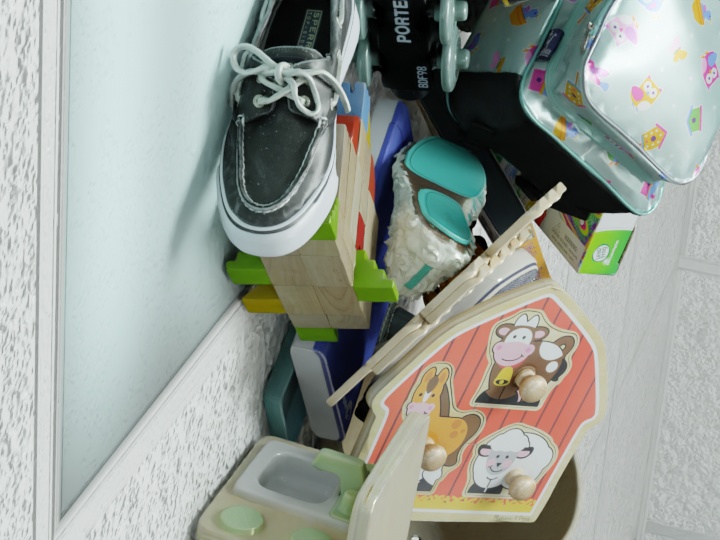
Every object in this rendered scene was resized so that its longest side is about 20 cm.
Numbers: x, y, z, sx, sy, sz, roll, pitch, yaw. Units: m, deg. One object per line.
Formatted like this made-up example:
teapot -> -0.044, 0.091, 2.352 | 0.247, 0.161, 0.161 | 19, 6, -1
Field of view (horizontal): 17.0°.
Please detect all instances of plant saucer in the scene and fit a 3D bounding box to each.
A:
plant saucer -> -0.028, 0.028, 1.673 | 0.070, 0.019, 0.201 | 83, 24, -54

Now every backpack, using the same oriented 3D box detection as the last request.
backpack -> 0.174, -0.158, 1.687 | 0.176, 0.153, 0.201 | 36, 63, -35

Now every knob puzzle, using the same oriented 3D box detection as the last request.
knob puzzle -> 0.092, 0.095, 1.626 | 0.030, 0.219, 0.220 | -126, -152, -45

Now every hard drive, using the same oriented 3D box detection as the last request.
hard drive -> 0.000, 0.000, 1.672 | 0.132, 0.025, 0.201 | 78, 27, -59

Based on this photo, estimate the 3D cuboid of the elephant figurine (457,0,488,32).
elephant figurine -> 0.091, -0.212, 1.777 | 0.141, 0.155, 0.200 | -35, -177, 37

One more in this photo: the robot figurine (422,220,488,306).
robot figurine -> 0.073, 0.005, 1.909 | 0.200, 0.058, 0.145 | 75, -4, -60

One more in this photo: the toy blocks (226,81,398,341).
toy blocks -> -0.024, -0.054, 1.499 | 0.200, 0.099, 0.137 | 69, 24, -67

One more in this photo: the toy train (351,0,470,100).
toy train -> 0.032, -0.202, 1.600 | 0.200, 0.085, 0.114 | 80, 16, -58

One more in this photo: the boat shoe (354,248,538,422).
boat shoe -> 0.088, 0.071, 1.739 | 0.200, 0.093, 0.075 | -42, 168, -34

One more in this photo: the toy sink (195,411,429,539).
toy sink -> -0.040, 0.187, 1.564 | 0.130, 0.112, 0.201 | -54, 157, -60

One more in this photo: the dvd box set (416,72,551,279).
dvd box set -> 0.094, -0.067, 1.859 | 0.147, 0.029, 0.200 | 60, 1, 16

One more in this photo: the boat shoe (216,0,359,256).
boat shoe -> -0.040, -0.103, 1.392 | 0.068, 0.073, 0.200 | 79, 24, -55

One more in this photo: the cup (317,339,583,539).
cup -> 0.044, 0.170, 1.786 | 0.143, 0.200, 0.201 | -54, -172, 46

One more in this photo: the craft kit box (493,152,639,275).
craft kit box -> 0.172, -0.133, 1.885 | 0.048, 0.200, 0.198 | 4, 123, -33

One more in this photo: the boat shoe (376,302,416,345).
boat shoe -> 0.039, 0.081, 1.894 | 0.200, 0.061, 0.073 | 70, 34, -65

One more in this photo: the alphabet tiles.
alphabet tiles -> 0.060, 0.017, 1.595 | 0.196, 0.015, 0.200 | -44, 177, 15

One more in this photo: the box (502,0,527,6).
box -> 0.087, -0.297, 1.585 | 0.160, 0.049, 0.201 | -88, 160, -59

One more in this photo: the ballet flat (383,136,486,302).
ballet flat -> 0.041, -0.034, 1.614 | 0.200, 0.071, 0.072 | -72, 169, -70
